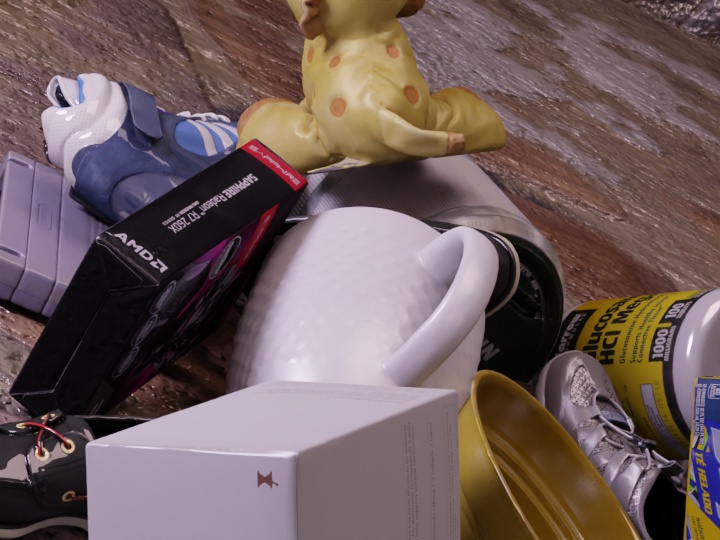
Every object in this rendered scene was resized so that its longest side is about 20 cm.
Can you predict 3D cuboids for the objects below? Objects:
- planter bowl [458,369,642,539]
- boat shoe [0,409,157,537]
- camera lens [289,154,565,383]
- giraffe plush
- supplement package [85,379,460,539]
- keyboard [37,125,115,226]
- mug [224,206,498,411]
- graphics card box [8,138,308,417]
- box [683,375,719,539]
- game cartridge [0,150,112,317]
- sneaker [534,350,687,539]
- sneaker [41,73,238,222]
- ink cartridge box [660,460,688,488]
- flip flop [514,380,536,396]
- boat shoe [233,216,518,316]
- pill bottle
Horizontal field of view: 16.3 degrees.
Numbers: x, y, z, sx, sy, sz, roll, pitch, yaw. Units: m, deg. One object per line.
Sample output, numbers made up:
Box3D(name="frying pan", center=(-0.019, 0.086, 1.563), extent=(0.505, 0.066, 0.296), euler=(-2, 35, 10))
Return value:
Box3D(name="planter bowl", center=(0.093, 0.162, 1.427), extent=(0.201, 0.083, 0.201), euler=(49, 17, -20))
Box3D(name="boat shoe", center=(-0.163, 0.100, 1.306), extent=(0.200, 0.063, 0.074), euler=(11, 26, -40))
Box3D(name="camera lens", center=(0.037, -0.003, 1.726), extent=(0.159, 0.161, 0.200), euler=(16, 20, -33))
Box3D(name="giraffe plush", center=(-0.005, -0.147, 1.598), extent=(0.171, 0.164, 0.200), euler=(-7, 2, 9))
Box3D(name="supplement package", center=(-0.039, 0.127, 1.258), extent=(0.116, 0.118, 0.200), euler=(2, 7, 24))
Box3D(name="keyboard", center=(-0.155, -0.065, 1.748), extent=(0.127, 0.021, 0.200), euler=(37, 17, 8))
Box3D(name="mug", center=(0.008, 0.052, 1.467), extent=(0.147, 0.200, 0.176), euler=(40, 29, -13))
Box3D(name="graphics card box", center=(-0.115, 0.008, 1.468), extent=(0.051, 0.126, 0.200), euler=(38, 29, 9))
Box3D(name="box", center=(0.234, 0.165, 1.482), extent=(0.064, 0.202, 0.070), euler=(0, -6, 44))
Box3D(name="game cartridge", center=(-0.180, -0.009, 1.635), extent=(0.129, 0.039, 0.200), euler=(28, 17, -15))
Box3D(name="sneaker", center=(0.172, 0.131, 1.572), extent=(0.074, 0.082, 0.201), euler=(9, 50, -41))
Box3D(name="sneaker", center=(-0.137, -0.092, 1.679), extent=(0.146, 0.081, 0.200), euler=(41, 25, 2))
Box3D(name="ink cartridge box", center=(0.202, 0.098, 1.908), extent=(0.199, 0.050, 0.162), euler=(29, 16, 33))
Box3D(name="flip flop", center=(0.082, 0.127, 1.620), extent=(0.081, 0.058, 0.199), euler=(42, 37, 22))
Box3D(name="boat shoe", center=(0.000, 0.003, 1.583), extent=(0.200, 0.074, 0.063), euler=(0, -11, 24))
Box3D(name="pill bottle", center=(0.193, 0.073, 1.712), extent=(0.112, 0.113, 0.199), euler=(14, -13, -37))
